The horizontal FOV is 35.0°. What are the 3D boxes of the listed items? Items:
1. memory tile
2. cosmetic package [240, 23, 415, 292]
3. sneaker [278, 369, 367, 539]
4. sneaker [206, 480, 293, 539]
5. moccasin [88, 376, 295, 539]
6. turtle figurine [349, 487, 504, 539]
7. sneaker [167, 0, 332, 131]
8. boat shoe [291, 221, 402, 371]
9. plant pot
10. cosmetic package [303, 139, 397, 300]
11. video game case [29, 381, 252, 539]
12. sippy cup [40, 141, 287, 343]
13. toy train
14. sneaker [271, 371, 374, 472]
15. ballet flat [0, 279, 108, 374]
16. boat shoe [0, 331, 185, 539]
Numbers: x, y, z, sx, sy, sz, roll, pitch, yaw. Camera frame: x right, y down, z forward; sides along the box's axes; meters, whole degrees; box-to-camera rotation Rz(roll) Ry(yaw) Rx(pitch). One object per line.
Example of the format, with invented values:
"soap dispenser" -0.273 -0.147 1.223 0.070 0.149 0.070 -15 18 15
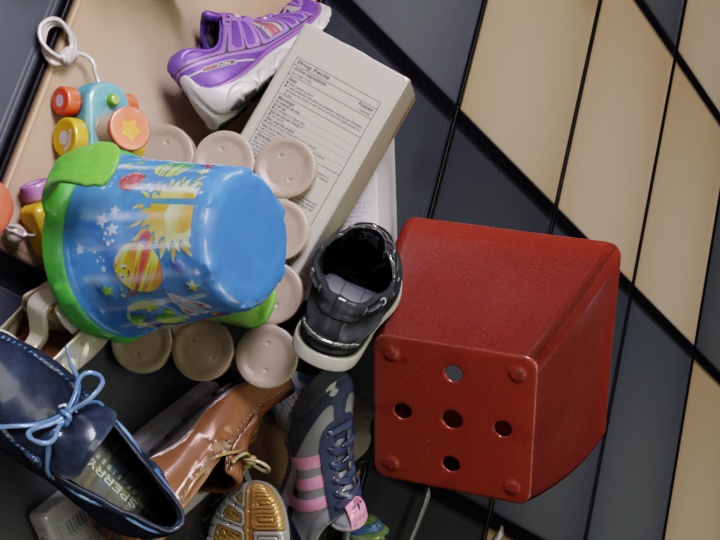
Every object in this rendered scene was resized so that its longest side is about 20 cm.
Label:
"memory tile" -0.115 -0.012 0.898 0.017 0.153 0.200 46 50 -82
"cosmetic package" -0.047 -0.088 0.943 0.200 0.105 0.071 -59 171 -1
"sneaker" -0.020 0.172 0.967 0.070 0.082 0.200 -26 138 -40
"sneaker" -0.079 0.270 0.970 0.088 0.076 0.200 -19 108 -67
"moccasin" -0.117 0.148 0.890 0.078 0.074 0.201 46 45 3
"turtle figurine" 0.053 0.328 1.100 0.200 0.144 0.194 -2 95 -48
"sneaker" -0.093 -0.199 0.977 0.083 0.081 0.200 46 38 -6
"boat shoe" -0.002 -0.001 0.886 0.199 0.074 0.066 -55 167 -59
"plant pot" 0.102 0.086 0.982 0.176 0.200 0.200 -45 139 -59
"cosmetic package" -0.012 -0.074 1.042 0.113 0.081 0.200 1 87 -80
"video game case" -0.159 0.217 0.930 0.200 0.023 0.182 -38 118 -46
"sippy cup" -0.127 -0.019 0.793 0.178 0.130 0.140 -10 96 -57
"toy train" -0.224 -0.085 0.824 0.150 0.056 0.200 52 52 -38
"sneaker" -0.019 0.139 1.077 0.073 0.072 0.200 57 10 33
"ballet flat" -0.229 0.052 0.799 0.200 0.067 0.062 -55 158 -36
"boat shoe" -0.185 0.106 0.758 0.200 0.069 0.084 44 61 -31
